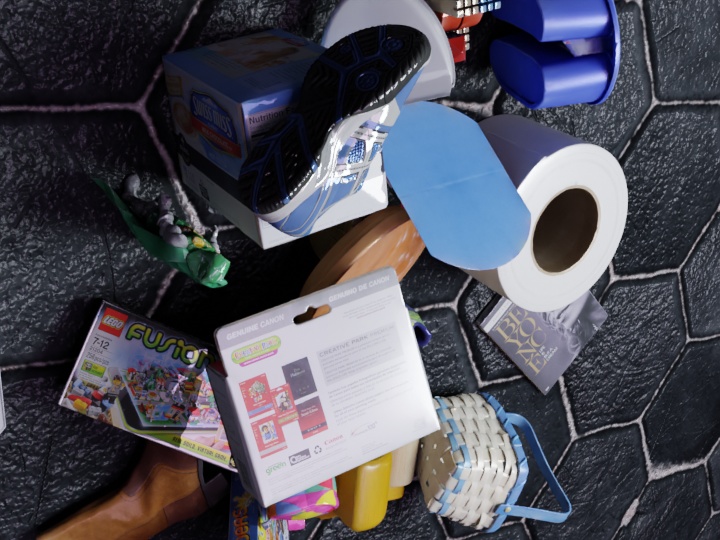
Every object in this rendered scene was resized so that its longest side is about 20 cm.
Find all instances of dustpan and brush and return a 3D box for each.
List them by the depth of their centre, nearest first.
[{"bbox_3d":[0.013,-0.258,0.921,0.137,0.057,0.204,-9,95,12],"label":"dustpan and brush"}]

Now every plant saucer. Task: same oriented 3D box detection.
[{"bbox_3d":[0.000,0.000,1.029,0.200,0.037,0.201,-41,163,-15],"label":"plant saucer"}]

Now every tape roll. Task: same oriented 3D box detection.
[{"bbox_3d":[0.198,-0.070,1.119,0.200,0.139,0.206,-15,120,-28],"label":"tape roll"}]

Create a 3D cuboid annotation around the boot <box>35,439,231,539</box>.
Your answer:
[{"bbox_3d":[-0.259,0.230,1.016,0.198,0.069,0.190,-31,133,-10],"label":"boot"}]

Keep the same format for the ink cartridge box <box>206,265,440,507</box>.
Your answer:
[{"bbox_3d":[-0.041,0.105,0.933,0.197,0.084,0.179,-19,100,-21],"label":"ink cartridge box"}]

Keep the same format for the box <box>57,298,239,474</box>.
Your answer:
[{"bbox_3d":[-0.190,0.118,0.950,0.197,0.035,0.112,24,85,-15],"label":"box"}]

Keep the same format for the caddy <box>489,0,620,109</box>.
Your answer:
[{"bbox_3d":[0.212,-0.255,1.014,0.103,0.201,0.144,-12,118,-9],"label":"caddy"}]

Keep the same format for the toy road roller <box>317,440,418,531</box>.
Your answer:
[{"bbox_3d":[0.006,0.233,1.118,0.197,0.145,0.125,-3,106,-34],"label":"toy road roller"}]

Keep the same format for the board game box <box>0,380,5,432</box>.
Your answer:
[{"bbox_3d":[-0.429,0.077,0.838,0.197,0.026,0.203,-11,117,-30],"label":"board game box"}]

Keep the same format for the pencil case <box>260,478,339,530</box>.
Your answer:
[{"bbox_3d":[-0.081,0.175,1.022,0.087,0.088,0.203,1,69,-33],"label":"pencil case"}]

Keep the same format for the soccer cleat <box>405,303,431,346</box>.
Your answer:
[{"bbox_3d":[0.019,0.097,1.062,0.200,0.083,0.065,-40,165,-52],"label":"soccer cleat"}]

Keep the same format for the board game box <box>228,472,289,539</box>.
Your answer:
[{"bbox_3d":[-0.111,0.305,1.050,0.034,0.201,0.137,-13,122,3],"label":"board game box"}]

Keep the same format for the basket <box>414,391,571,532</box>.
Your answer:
[{"bbox_3d":[0.165,0.246,1.228,0.197,0.177,0.141,8,122,-22],"label":"basket"}]

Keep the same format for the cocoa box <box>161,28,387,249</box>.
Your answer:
[{"bbox_3d":[-0.082,-0.130,0.863,0.132,0.200,0.133,-20,121,-23],"label":"cocoa box"}]

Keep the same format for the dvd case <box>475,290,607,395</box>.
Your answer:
[{"bbox_3d":[0.255,0.067,1.299,0.149,0.016,0.200,-50,129,-4],"label":"dvd case"}]

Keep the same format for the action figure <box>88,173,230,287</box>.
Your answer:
[{"bbox_3d":[-0.166,-0.031,0.852,0.118,0.199,0.055,37,89,-40],"label":"action figure"}]

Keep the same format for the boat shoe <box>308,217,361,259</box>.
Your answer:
[{"bbox_3d":[-0.011,-0.099,1.008,0.069,0.070,0.203,-28,137,-43],"label":"boat shoe"}]

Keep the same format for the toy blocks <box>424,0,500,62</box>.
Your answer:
[{"bbox_3d":[0.084,-0.292,0.940,0.099,0.136,0.203,-19,121,-25],"label":"toy blocks"}]

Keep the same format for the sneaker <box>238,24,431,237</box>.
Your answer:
[{"bbox_3d":[-0.016,-0.113,0.753,0.200,0.075,0.077,-48,148,-7],"label":"sneaker"}]

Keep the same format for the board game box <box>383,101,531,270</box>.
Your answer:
[{"bbox_3d":[0.087,-0.082,0.977,0.156,0.202,0.039,-18,163,-38],"label":"board game box"}]
